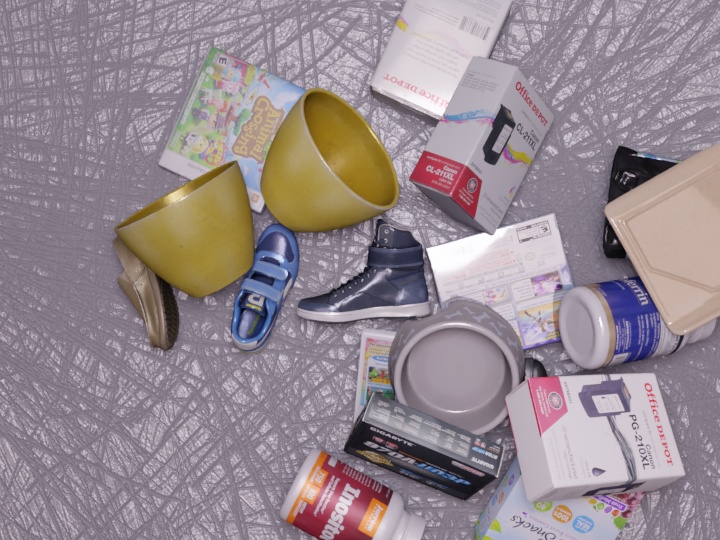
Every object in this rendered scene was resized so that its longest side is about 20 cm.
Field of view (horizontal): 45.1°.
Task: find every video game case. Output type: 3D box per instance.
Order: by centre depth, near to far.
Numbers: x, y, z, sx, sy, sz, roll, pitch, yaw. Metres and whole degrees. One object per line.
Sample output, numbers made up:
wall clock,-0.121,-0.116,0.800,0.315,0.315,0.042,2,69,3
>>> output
video game case,0.092,0.184,1.279,0.197,0.024,0.185,7,108,4
video game case,0.213,0.029,1.286,0.197,0.045,0.184,-15,89,4
video game case,-0.191,-0.216,1.330,0.180,0.022,0.202,25,91,4

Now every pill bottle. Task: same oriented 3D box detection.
pill bottle,0.390,0.067,1.219,0.197,0.116,0.118,-8,89,-17
pill bottle,-0.009,0.354,1.265,0.198,0.113,0.114,27,91,4

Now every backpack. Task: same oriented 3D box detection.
backpack,0.458,-0.081,1.235,0.197,0.153,0.166,5,85,23

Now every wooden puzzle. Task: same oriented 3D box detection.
wooden puzzle,0.451,-0.042,1.161,0.183,0.037,0.202,-29,82,4

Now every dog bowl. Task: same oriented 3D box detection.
dog bowl,0.134,0.146,1.219,0.197,0.059,0.203,2,107,6

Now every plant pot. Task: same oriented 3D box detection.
plant pot,-0.060,-0.135,1.245,0.141,0.200,0.201,-35,87,28
plant pot,-0.231,-0.047,1.245,0.198,0.200,0.143,-27,104,3

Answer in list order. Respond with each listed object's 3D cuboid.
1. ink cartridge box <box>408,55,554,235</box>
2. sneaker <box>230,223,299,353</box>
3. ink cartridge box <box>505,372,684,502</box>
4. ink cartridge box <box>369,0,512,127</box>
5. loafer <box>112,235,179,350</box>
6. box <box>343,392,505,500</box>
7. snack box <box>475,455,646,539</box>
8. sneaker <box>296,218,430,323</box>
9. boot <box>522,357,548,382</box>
ink cartridge box,0.175,-0.176,1.228,0.082,0.145,0.202,26,86,40
sneaker,-0.143,0.028,1.294,0.073,0.082,0.203,15,88,5
ink cartridge box,0.310,0.219,1.152,0.197,0.085,0.147,0,63,-18
ink cartridge box,0.117,-0.324,1.278,0.144,0.088,0.202,24,90,4
loafer,-0.326,0.027,1.314,0.066,0.076,0.203,-15,78,4
box,0.085,0.251,1.215,0.198,0.159,0.046,23,62,-1
snack box,0.282,0.341,1.238,0.167,0.068,0.202,26,107,-2
sneaker,0.000,0.000,1.279,0.199,0.077,0.149,-5,100,-6
boot,0.338,0.204,1.263,0.197,0.066,0.168,-3,101,10
